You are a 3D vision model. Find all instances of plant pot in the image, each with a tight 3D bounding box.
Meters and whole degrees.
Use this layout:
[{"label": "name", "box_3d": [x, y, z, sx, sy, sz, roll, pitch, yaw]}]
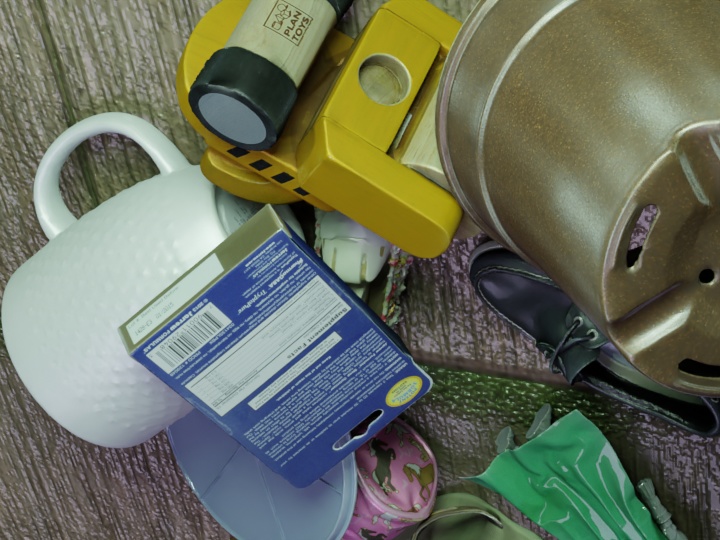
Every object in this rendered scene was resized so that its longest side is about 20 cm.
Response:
[{"label": "plant pot", "box_3d": [0.159, -0.048, 0.933, 0.199, 0.198, 0.201, -7, 118, -12]}]

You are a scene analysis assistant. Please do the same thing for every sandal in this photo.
[{"label": "sandal", "box_3d": [0.072, 0.198, 1.339, 0.057, 0.080, 0.201, 24, 170, -23]}]

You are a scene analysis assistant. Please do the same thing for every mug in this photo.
[{"label": "mug", "box_3d": [-0.140, -0.009, 1.226, 0.175, 0.148, 0.201, -34, 88, 30]}]

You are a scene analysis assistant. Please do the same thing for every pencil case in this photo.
[{"label": "pencil case", "box_3d": [-0.023, 0.180, 1.402, 0.086, 0.083, 0.200, 25, 141, -24]}]

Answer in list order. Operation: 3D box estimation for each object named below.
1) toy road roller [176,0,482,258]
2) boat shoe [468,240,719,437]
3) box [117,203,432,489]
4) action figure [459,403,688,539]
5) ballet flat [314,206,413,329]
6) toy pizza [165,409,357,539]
[{"label": "toy road roller", "box_3d": [-0.013, -0.088, 1.096, 0.199, 0.123, 0.146, 30, 153, -6]}, {"label": "boat shoe", "box_3d": [0.155, 0.049, 1.194, 0.199, 0.066, 0.075, 30, 139, -7]}, {"label": "box", "box_3d": [-0.048, 0.055, 1.173, 0.121, 0.032, 0.200, -39, 135, 5]}, {"label": "action figure", "box_3d": [0.181, 0.180, 1.327, 0.200, 0.055, 0.118, 44, 133, -15]}, {"label": "ballet flat", "box_3d": [0.000, 0.000, 1.217, 0.075, 0.064, 0.201, 11, 137, 10]}, {"label": "toy pizza", "box_3d": [-0.070, 0.115, 1.344, 0.200, 0.032, 0.201, 21, 122, 38]}]
